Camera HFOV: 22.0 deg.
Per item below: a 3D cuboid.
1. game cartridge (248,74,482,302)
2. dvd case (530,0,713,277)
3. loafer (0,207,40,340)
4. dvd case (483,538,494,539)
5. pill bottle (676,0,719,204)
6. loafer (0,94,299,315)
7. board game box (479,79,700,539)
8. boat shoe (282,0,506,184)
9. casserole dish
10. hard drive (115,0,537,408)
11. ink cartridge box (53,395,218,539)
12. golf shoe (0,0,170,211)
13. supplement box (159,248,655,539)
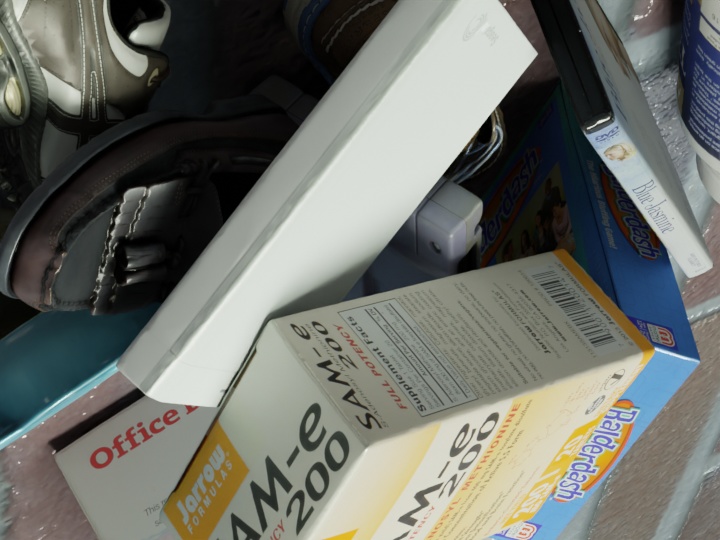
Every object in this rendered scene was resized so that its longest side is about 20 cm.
[{"bbox_3d":[0.000,0.000,0.916,0.038,0.129,0.201,-52,158,-26],"label":"game cartridge"},{"bbox_3d":[0.117,-0.091,0.883,0.017,0.144,0.200,-24,154,14],"label":"dvd case"},{"bbox_3d":[-0.209,0.031,0.804,0.199,0.068,0.076,-18,147,-30],"label":"loafer"},{"bbox_3d":[0.114,0.064,1.098,0.149,0.016,0.202,-14,125,-77],"label":"dvd case"},{"bbox_3d":[0.226,-0.114,0.990,0.110,0.111,0.201,-28,150,-10],"label":"pill bottle"},{"bbox_3d":[-0.067,-0.025,0.752,0.200,0.063,0.072,-32,150,-58],"label":"loafer"},{"bbox_3d":[0.102,0.021,0.979,0.045,0.201,0.153,16,130,-21],"label":"board game box"},{"bbox_3d":[0.027,-0.076,0.883,0.072,0.073,0.200,-40,151,10],"label":"boat shoe"},{"bbox_3d":[-0.129,0.036,0.838,0.121,0.039,0.200,-34,-179,31],"label":"casserole dish"},{"bbox_3d":[-0.009,-0.029,0.754,0.200,0.026,0.132,-51,165,5],"label":"hard drive"},{"bbox_3d":[-0.049,0.164,1.034,0.146,0.201,0.145,-31,153,-6],"label":"ink cartridge box"},{"bbox_3d":[-0.112,-0.067,0.754,0.094,0.078,0.201,-28,152,-11],"label":"golf shoe"},{"bbox_3d":[0.024,0.072,0.823,0.199,0.074,0.126,-13,144,-45],"label":"supplement box"}]
